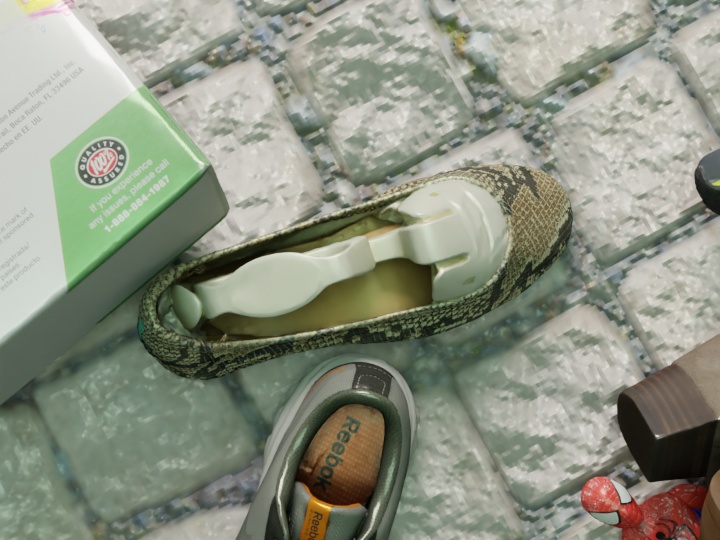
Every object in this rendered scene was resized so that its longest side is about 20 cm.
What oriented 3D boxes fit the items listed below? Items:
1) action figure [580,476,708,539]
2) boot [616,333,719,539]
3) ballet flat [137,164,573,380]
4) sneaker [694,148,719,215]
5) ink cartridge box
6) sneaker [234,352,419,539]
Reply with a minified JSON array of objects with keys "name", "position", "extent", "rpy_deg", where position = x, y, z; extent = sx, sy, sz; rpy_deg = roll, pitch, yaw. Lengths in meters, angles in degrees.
[{"name":"action figure","position":[0.180,0.148,0.806],"extent":[0.199,0.052,0.066],"rpy_deg":[33,89,4]},{"name":"boot","position":[0.199,0.094,0.761],"extent":[0.145,0.070,0.201],"rpy_deg":[-10,54,-15]},{"name":"ballet flat","position":[0.000,0.000,0.799],"extent":[0.199,0.075,0.068],"rpy_deg":[-16,82,-3]},{"name":"sneaker","position":[0.230,-0.083,0.820],"extent":[0.199,0.074,0.081],"rpy_deg":[-25,79,-11]},{"name":"ink cartridge box","position":[-0.173,-0.061,0.785],"extent":[0.145,0.088,0.200],"rpy_deg":[-41,80,-5]},{"name":"sneaker","position":[-0.029,0.130,0.786],"extent":[0.073,0.079,0.201],"rpy_deg":[17,86,-1]}]
